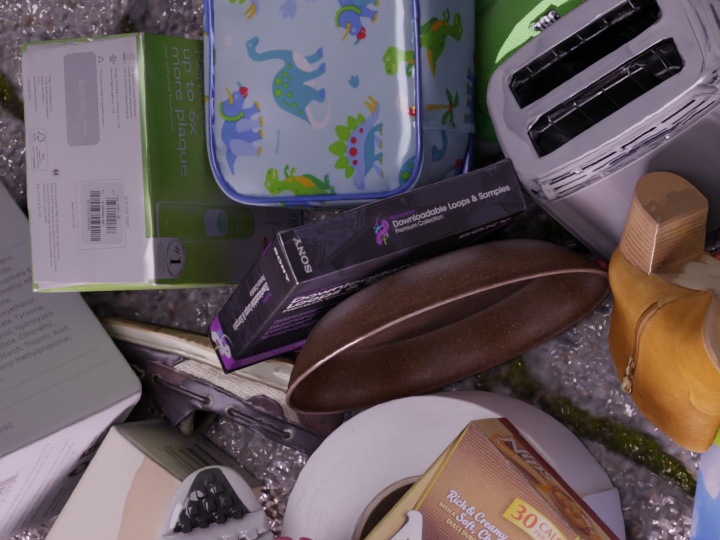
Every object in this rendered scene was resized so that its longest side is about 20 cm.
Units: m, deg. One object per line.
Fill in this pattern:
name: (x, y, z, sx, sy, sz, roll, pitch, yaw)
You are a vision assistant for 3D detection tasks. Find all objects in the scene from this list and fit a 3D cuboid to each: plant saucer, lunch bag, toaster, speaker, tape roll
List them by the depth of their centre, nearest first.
toaster: (0.160, -0.086, 1.551, 0.200, 0.129, 0.114, -31, 55, 20)
plant saucer: (0.046, 0.027, 1.578, 0.200, 0.200, 0.037, -27, 73, 22)
lunch bag: (-0.014, -0.135, 1.584, 0.161, 0.082, 0.200, -2, 89, 32)
speaker: (0.114, -0.151, 1.609, 0.200, 0.088, 0.089, -41, 75, 19)
tape roll: (0.056, 0.172, 1.644, 0.202, 0.071, 0.203, 0, 90, 24)

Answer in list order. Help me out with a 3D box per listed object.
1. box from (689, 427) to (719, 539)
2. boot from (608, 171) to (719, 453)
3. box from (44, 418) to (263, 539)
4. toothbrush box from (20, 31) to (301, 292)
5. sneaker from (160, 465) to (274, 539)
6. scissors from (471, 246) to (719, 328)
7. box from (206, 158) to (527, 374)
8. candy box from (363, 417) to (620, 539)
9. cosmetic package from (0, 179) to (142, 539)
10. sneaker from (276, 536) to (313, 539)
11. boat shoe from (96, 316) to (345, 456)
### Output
box: (0.230, 0.111, 1.530, 0.048, 0.122, 0.200, 2, 102, -18)
boot: (0.196, 0.055, 1.492, 0.071, 0.144, 0.201, -18, 49, -16)
box: (-0.156, 0.196, 1.727, 0.078, 0.095, 0.200, 36, 105, 18)
toothbrush box: (-0.114, -0.062, 1.648, 0.086, 0.200, 0.146, -3, 89, 23)
sneaker: (-0.082, 0.204, 1.670, 0.075, 0.081, 0.200, -9, 113, -4)
scissors: (0.156, -0.003, 1.628, 0.200, 0.014, 0.073, -41, 76, 17)
box: (0.000, 0.000, 1.574, 0.143, 0.200, 0.036, -19, 78, -18)
candy box: (0.048, 0.194, 1.579, 0.115, 0.055, 0.200, 47, 109, 18)
cosmetic package: (-0.272, 0.063, 1.708, 0.200, 0.165, 0.165, 55, 143, 15)
sneaker: (-0.076, 0.213, 1.584, 0.200, 0.079, 0.096, -9, 110, 24)
boat shoe: (-0.101, 0.071, 1.715, 0.200, 0.072, 0.065, 11, 90, 18)
